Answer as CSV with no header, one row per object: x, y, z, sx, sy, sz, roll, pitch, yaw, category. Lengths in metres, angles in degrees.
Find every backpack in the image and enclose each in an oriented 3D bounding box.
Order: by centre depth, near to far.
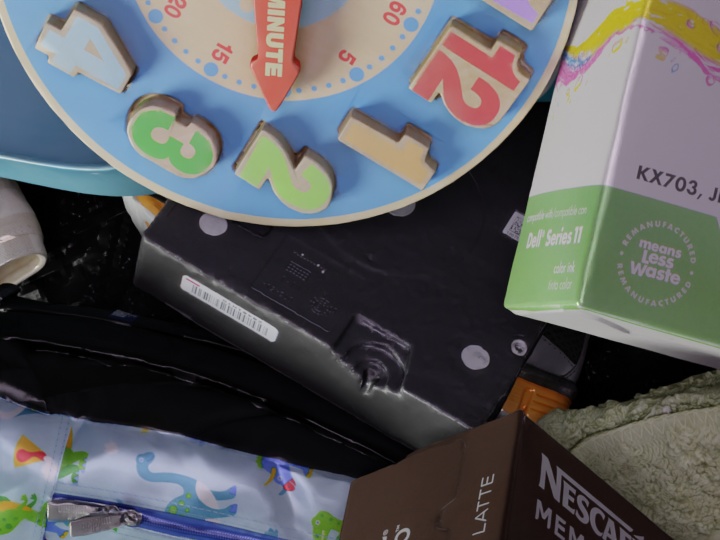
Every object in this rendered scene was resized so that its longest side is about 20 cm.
-0.059,0.085,0.804,0.199,0.163,0.155,0,95,0,backpack

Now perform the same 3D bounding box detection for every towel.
0.175,0.090,0.772,0.199,0.037,0.149,-17,115,24,towel

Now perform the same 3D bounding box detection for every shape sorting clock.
-0.026,-0.105,0.698,0.199,0.039,0.201,1,118,2,shape sorting clock

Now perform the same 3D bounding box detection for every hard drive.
0.024,-0.036,0.799,0.139,0.038,0.200,29,55,6,hard drive

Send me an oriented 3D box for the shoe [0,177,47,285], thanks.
-0.212,0.029,0.857,0.200,0.070,0.053,-38,75,1,shoe

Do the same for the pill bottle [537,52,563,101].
0.095,-0.117,0.782,0.199,0.111,0.111,-3,86,-16,pill bottle

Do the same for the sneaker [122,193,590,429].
0.000,0.000,0.840,0.199,0.078,0.077,25,76,4,sneaker

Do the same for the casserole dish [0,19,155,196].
-0.118,-0.083,0.834,0.199,0.039,0.121,10,60,28,casserole dish

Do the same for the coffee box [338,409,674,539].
0.080,0.154,0.725,0.080,0.115,0.200,-25,128,36,coffee box

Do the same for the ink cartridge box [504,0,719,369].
0.131,-0.070,0.698,0.117,0.067,0.201,15,84,-15,ink cartridge box
